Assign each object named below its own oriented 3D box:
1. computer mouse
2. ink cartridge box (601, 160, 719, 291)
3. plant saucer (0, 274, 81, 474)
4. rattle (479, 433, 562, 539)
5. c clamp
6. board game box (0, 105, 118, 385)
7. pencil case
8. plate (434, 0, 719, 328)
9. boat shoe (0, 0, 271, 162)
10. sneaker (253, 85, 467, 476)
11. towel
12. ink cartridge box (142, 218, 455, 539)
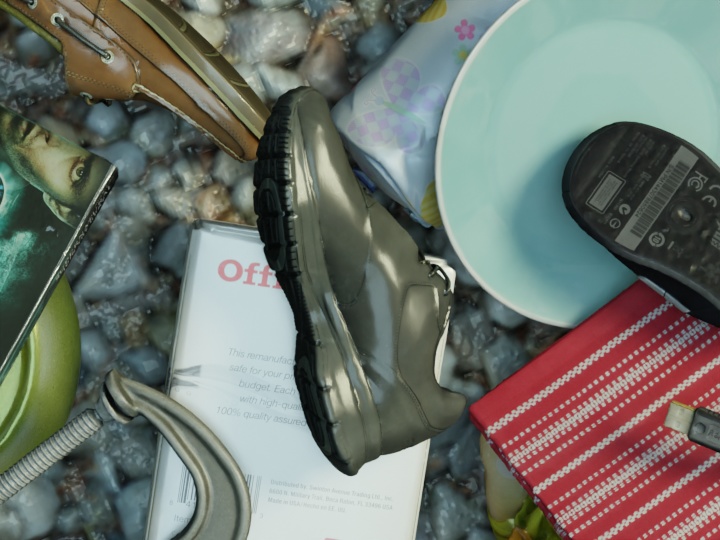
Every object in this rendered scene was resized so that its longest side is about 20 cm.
[{"bbox_3d":[0.180,0.019,1.474,0.199,0.046,0.141,28,75,13],"label":"computer mouse"},{"bbox_3d":[0.220,0.014,1.586,0.196,0.043,0.202,-4,96,-5],"label":"ink cartridge box"},{"bbox_3d":[-0.252,0.045,1.555,0.198,0.031,0.202,0,95,-4],"label":"plant saucer"},{"bbox_3d":[0.166,0.126,1.528,0.198,0.143,0.131,-6,108,4],"label":"rattle"},{"bbox_3d":[-0.163,0.125,1.505,0.199,0.027,0.172,-31,86,12],"label":"c clamp"},{"bbox_3d":[-0.233,0.001,1.511,0.135,0.028,0.201,26,73,4],"label":"board game box"},{"bbox_3d":[0.074,-0.117,1.541,0.091,0.083,0.200,43,90,-1],"label":"pencil case"},{"bbox_3d":[0.130,-0.067,1.517,0.199,0.026,0.202,-6,109,-16],"label":"plate"},{"bbox_3d":[-0.130,-0.120,1.536,0.200,0.072,0.068,43,95,3],"label":"boat shoe"},{"bbox_3d":[0.000,0.000,1.475,0.090,0.076,0.202,-15,102,-13],"label":"sneaker"},{"bbox_3d":[0.164,0.100,1.479,0.144,0.023,0.200,-36,60,-3],"label":"towel"},{"bbox_3d":[-0.035,0.080,1.549,0.145,0.083,0.202,9,94,-5],"label":"ink cartridge box"}]
